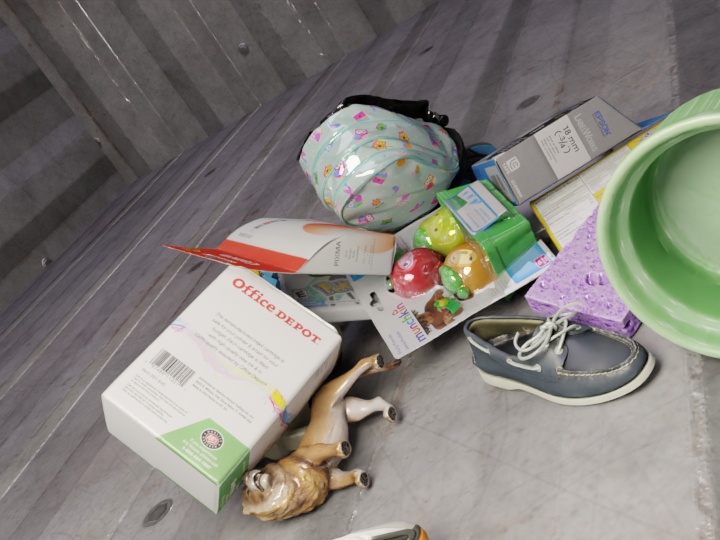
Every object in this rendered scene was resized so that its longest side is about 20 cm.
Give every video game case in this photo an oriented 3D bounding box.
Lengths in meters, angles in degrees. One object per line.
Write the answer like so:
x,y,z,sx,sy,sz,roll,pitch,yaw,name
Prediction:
0.000,0.000,1.076,0.198,0.022,0.183,-4,32,-13,video game case

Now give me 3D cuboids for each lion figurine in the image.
-0.035,0.166,0.897,0.122,0.073,0.200,-20,23,39,lion figurine

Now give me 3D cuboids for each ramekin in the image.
0.288,-0.041,0.672,0.199,0.201,0.098,-18,19,39,ramekin

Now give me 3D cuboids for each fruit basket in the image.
0.088,-0.012,0.980,0.199,0.094,0.186,-26,38,-4,fruit basket

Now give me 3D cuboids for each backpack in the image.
0.027,-0.121,1.051,0.167,0.199,0.127,-53,55,20,backpack

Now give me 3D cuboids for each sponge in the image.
0.260,-0.026,0.862,0.111,0.030,0.200,16,57,49,sponge

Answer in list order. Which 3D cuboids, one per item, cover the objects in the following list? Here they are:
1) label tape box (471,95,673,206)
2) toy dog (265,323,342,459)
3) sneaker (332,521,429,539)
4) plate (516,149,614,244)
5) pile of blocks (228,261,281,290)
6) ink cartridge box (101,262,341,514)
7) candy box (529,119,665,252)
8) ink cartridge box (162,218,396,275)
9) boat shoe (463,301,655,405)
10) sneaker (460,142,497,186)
0.237,-0.150,1.029,0.199,0.064,0.144,-31,4,-1,label tape box
-0.096,0.112,1.027,0.192,0.140,0.200,-4,35,33,toy dog
-0.034,0.243,0.724,0.199,0.076,0.092,-29,16,13,sneaker
0.229,-0.085,1.094,0.199,0.032,0.200,-31,20,13,plate
-0.118,0.053,1.183,0.081,0.202,0.062,-15,-14,18,pile of blocks
-0.134,0.112,0.892,0.200,0.144,0.084,-49,-15,-33,ink cartridge box
0.290,-0.087,0.957,0.199,0.026,0.103,-31,45,10,candy box
-0.086,-0.031,0.959,0.199,0.051,0.161,5,6,-41,ink cartridge box
0.170,0.069,0.799,0.075,0.062,0.199,-41,21,-23,boat shoe
0.113,-0.125,1.311,0.199,0.074,0.082,-34,18,1,sneaker
